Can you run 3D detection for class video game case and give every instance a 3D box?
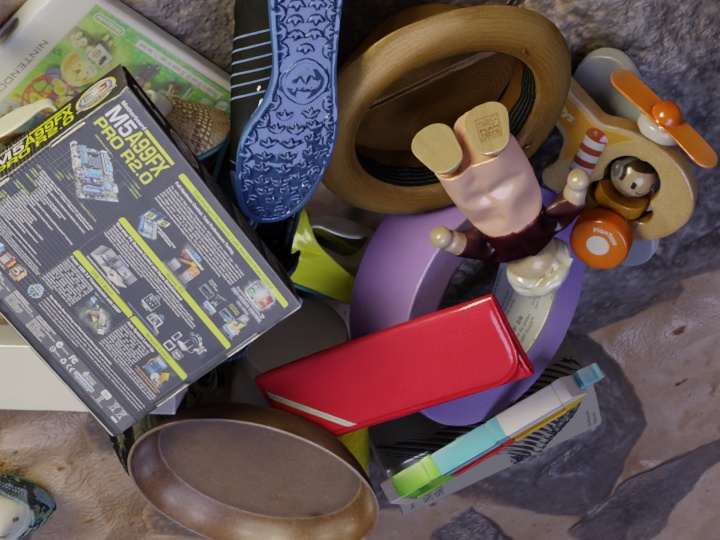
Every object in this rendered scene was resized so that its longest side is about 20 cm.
[{"bbox_3d":[-0.191,-0.097,1.278,0.182,0.022,0.200,-42,138,16],"label":"video game case"}]

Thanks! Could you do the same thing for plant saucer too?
[{"bbox_3d":[-0.080,0.158,1.440,0.199,0.035,0.201,9,143,7],"label":"plant saucer"}]

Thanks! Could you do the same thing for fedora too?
[{"bbox_3d":[0.050,-0.130,1.328,0.200,0.082,0.201,-15,138,-14],"label":"fedora"}]

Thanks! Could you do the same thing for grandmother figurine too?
[{"bbox_3d":[0.110,-0.044,1.347,0.121,0.061,0.200,-14,145,14],"label":"grandmother figurine"}]

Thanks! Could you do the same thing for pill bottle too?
[{"bbox_3d":[-0.049,0.120,1.511,0.112,0.113,0.201,-16,138,-13],"label":"pill bottle"}]

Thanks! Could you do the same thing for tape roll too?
[{"bbox_3d":[0.086,0.018,1.455,0.200,0.066,0.201,-23,126,-36],"label":"tape roll"}]

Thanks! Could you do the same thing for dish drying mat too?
[{"bbox_3d":[0.024,0.078,1.378,0.199,0.018,0.077,-19,117,23],"label":"dish drying mat"}]

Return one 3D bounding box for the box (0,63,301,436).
[{"bbox_3d":[-0.159,-0.009,1.216,0.160,0.044,0.200,-36,119,5],"label":"box"}]

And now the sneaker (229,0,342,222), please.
[{"bbox_3d":[-0.053,-0.134,1.244,0.070,0.078,0.201,2,119,-19],"label":"sneaker"}]

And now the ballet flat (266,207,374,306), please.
[{"bbox_3d":[0.000,0.000,1.451,0.200,0.067,0.067,27,114,-42],"label":"ballet flat"}]

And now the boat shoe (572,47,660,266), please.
[{"bbox_3d":[0.206,-0.096,1.470,0.068,0.057,0.201,8,132,26],"label":"boat shoe"}]

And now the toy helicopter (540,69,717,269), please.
[{"bbox_3d":[0.178,-0.106,1.380,0.132,0.079,0.200,-29,109,40],"label":"toy helicopter"}]

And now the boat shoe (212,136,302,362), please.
[{"bbox_3d":[-0.081,-0.010,1.336,0.084,0.069,0.201,-29,141,-40],"label":"boat shoe"}]

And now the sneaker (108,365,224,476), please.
[{"bbox_3d":[-0.149,0.075,1.453,0.085,0.077,0.200,-18,147,-26],"label":"sneaker"}]

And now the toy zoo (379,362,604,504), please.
[{"bbox_3d":[0.113,0.135,1.533,0.199,0.021,0.131,-31,170,3],"label":"toy zoo"}]

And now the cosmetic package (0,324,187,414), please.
[{"bbox_3d":[-0.226,0.068,1.327,0.199,0.083,0.051,2,96,0],"label":"cosmetic package"}]

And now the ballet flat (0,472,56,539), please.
[{"bbox_3d":[-0.317,0.189,1.472,0.074,0.074,0.200,-44,137,18],"label":"ballet flat"}]

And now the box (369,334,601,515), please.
[{"bbox_3d":[0.107,0.133,1.643,0.199,0.069,0.082,-26,139,-3],"label":"box"}]

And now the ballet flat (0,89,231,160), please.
[{"bbox_3d":[-0.183,-0.087,1.230,0.199,0.071,0.066,-20,124,-14],"label":"ballet flat"}]
